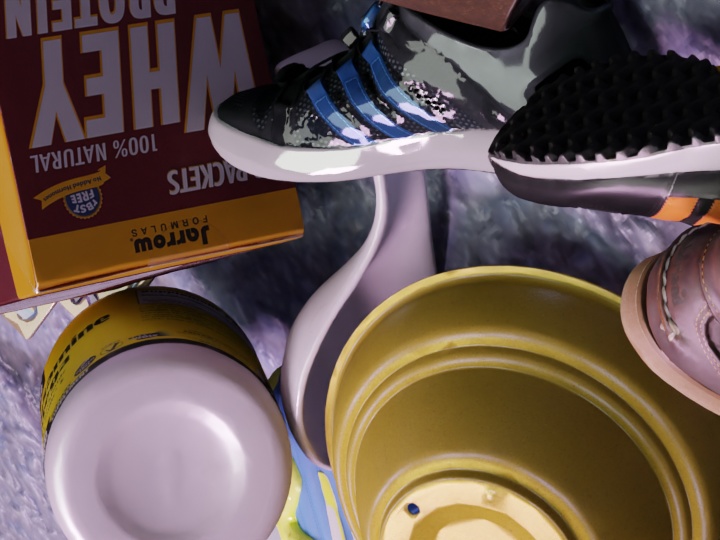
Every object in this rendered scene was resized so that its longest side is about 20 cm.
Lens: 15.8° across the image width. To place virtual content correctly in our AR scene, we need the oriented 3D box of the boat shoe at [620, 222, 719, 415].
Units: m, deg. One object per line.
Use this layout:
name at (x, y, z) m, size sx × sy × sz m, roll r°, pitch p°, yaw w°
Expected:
boat shoe at (0.186, 0.041, 0.885) m, size 0.199 × 0.071 × 0.070 m, roll 23°, pitch 154°, yaw -21°

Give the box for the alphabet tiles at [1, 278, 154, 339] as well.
alphabet tiles at (-0.178, -0.063, 1.342) m, size 0.200 × 0.006 × 0.167 m, roll 44°, pitch 122°, yaw 7°

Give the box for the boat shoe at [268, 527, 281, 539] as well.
boat shoe at (-0.035, 0.138, 1.374) m, size 0.200 × 0.070 × 0.072 m, roll 20°, pitch 141°, yaw 48°

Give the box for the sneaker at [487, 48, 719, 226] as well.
sneaker at (0.138, -0.027, 0.921) m, size 0.199 × 0.070 × 0.090 m, roll -3°, pitch 125°, yaw 37°

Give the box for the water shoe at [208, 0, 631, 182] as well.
water shoe at (0.023, -0.083, 1.045) m, size 0.199 × 0.071 × 0.079 m, roll 0°, pitch 112°, yaw 32°

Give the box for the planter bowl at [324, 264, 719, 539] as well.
planter bowl at (0.063, 0.104, 1.102) m, size 0.199 × 0.084 × 0.201 m, roll 11°, pitch 121°, yaw 18°

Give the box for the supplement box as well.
supplement box at (-0.147, -0.086, 1.171) m, size 0.200 × 0.132 × 0.198 m, roll -13°, pitch 90°, yaw 59°

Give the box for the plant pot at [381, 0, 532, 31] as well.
plant pot at (-0.005, -0.179, 0.912) m, size 0.200 × 0.187 × 0.187 m, roll 34°, pitch 148°, yaw 4°

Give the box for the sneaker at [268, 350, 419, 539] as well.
sneaker at (0.002, 0.108, 1.253) m, size 0.200 × 0.075 × 0.105 m, roll 54°, pitch 148°, yaw 36°

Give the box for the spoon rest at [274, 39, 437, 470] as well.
spoon rest at (0.000, 0.000, 1.166) m, size 0.060 × 0.099 × 0.201 m, roll 19°, pitch 125°, yaw 39°

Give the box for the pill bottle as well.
pill bottle at (-0.098, 0.071, 1.242) m, size 0.113 × 0.112 × 0.200 m, roll 61°, pitch 178°, yaw -13°
